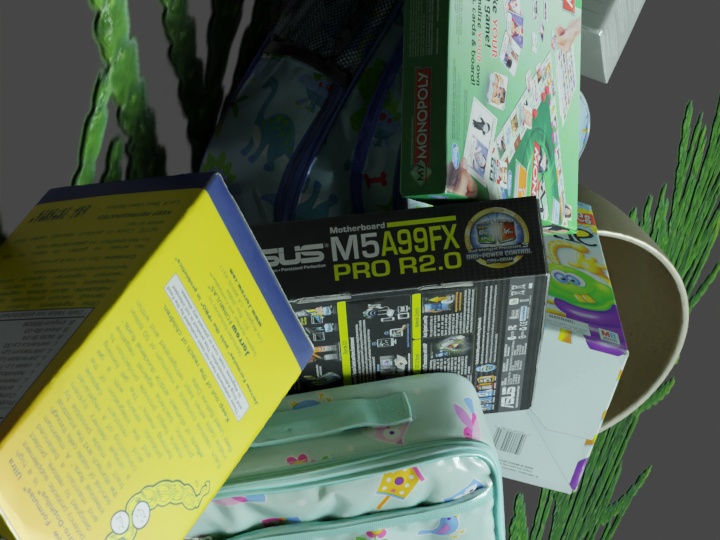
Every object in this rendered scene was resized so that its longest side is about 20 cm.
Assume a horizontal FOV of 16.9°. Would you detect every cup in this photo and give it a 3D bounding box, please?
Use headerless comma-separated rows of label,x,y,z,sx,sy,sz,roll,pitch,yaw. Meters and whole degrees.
cup,0.114,0.007,1.709,0.144,0.199,0.201,-110,-160,-47

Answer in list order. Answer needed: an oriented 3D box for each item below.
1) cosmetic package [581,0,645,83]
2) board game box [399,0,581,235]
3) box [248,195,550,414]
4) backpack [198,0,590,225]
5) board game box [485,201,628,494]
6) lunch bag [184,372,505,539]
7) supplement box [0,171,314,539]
cosmetic package,0.159,-0.243,1.668,0.090,0.106,0.201,64,47,-68
board game box,0.069,-0.126,1.227,0.134,0.029,0.201,14,75,-56
box,0.013,0.027,1.250,0.200,0.159,0.045,85,-1,-68
backpack,0.017,-0.068,1.325,0.201,0.147,0.183,-58,141,-8
board game box,0.090,0.032,1.499,0.200,0.104,0.103,-94,-159,-64
lunch bag,-0.025,0.131,1.278,0.161,0.199,0.077,86,-10,-50
supplement box,-0.127,0.061,1.065,0.200,0.108,0.110,-54,128,-40
